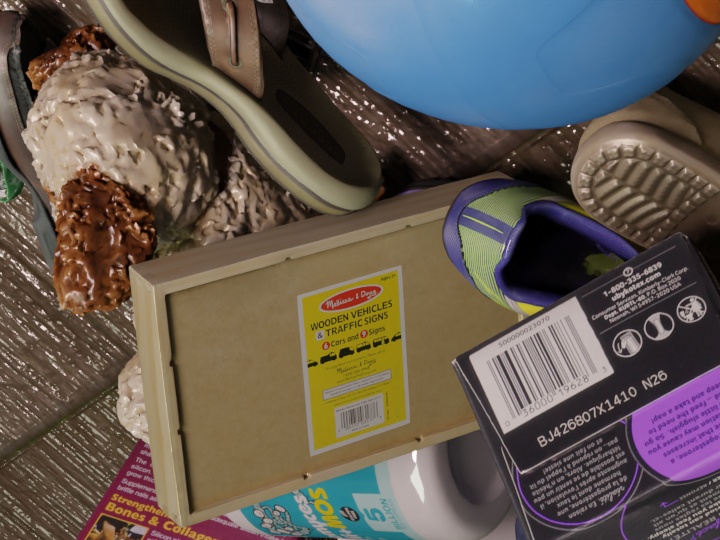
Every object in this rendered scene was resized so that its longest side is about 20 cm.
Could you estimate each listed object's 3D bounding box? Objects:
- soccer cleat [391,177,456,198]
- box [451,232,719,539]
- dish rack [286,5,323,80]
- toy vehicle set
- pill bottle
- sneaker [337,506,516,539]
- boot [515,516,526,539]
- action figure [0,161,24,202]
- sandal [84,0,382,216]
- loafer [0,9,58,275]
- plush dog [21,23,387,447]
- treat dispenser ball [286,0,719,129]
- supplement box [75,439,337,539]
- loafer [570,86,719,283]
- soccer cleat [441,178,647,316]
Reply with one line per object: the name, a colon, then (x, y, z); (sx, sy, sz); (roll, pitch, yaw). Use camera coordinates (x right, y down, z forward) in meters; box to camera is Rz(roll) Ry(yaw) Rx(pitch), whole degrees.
soccer cleat: (0.000, 0.000, 1.015); (0.199, 0.073, 0.068); (-4, 128, 35)
box: (0.142, 0.094, 0.874); (0.122, 0.106, 0.200); (-28, 143, 8)
dish rack: (-0.064, -0.173, 0.895); (0.153, 0.055, 0.200); (28, 143, 7)
toy vehicle set: (-0.008, 0.035, 0.915); (0.026, 0.199, 0.125); (33, 132, 54)
pill bottle: (-0.015, 0.097, 1.099); (0.199, 0.111, 0.111); (-3, 130, 36)
sneaker: (0.088, 0.187, 1.137); (0.199, 0.073, 0.112); (1, 133, 17)
boot: (0.114, 0.076, 0.997); (0.072, 0.091, 0.200); (4, 138, 10)
action figure: (-0.255, -0.115, 1.084); (0.118, 0.055, 0.200); (-15, 126, 39)
sandal: (-0.052, -0.108, 0.865); (0.057, 0.080, 0.201); (-32, 118, 33)
loafer: (-0.158, -0.068, 1.066); (0.063, 0.072, 0.200); (-1, 140, 10)
plush dog: (-0.092, -0.035, 0.940); (0.160, 0.200, 0.172); (-35, 135, 16)
treat dispenser ball: (0.058, -0.153, 0.714); (0.200, 0.201, 0.201); (18, 139, 16)
supplement box: (-0.101, 0.193, 1.184); (0.130, 0.200, 0.103); (15, 139, 20)
loafer: (0.182, -0.027, 0.876); (0.200, 0.068, 0.076); (32, 137, -25)
soccer cleat: (0.129, 0.015, 0.901); (0.200, 0.065, 0.084); (23, -177, -23)
